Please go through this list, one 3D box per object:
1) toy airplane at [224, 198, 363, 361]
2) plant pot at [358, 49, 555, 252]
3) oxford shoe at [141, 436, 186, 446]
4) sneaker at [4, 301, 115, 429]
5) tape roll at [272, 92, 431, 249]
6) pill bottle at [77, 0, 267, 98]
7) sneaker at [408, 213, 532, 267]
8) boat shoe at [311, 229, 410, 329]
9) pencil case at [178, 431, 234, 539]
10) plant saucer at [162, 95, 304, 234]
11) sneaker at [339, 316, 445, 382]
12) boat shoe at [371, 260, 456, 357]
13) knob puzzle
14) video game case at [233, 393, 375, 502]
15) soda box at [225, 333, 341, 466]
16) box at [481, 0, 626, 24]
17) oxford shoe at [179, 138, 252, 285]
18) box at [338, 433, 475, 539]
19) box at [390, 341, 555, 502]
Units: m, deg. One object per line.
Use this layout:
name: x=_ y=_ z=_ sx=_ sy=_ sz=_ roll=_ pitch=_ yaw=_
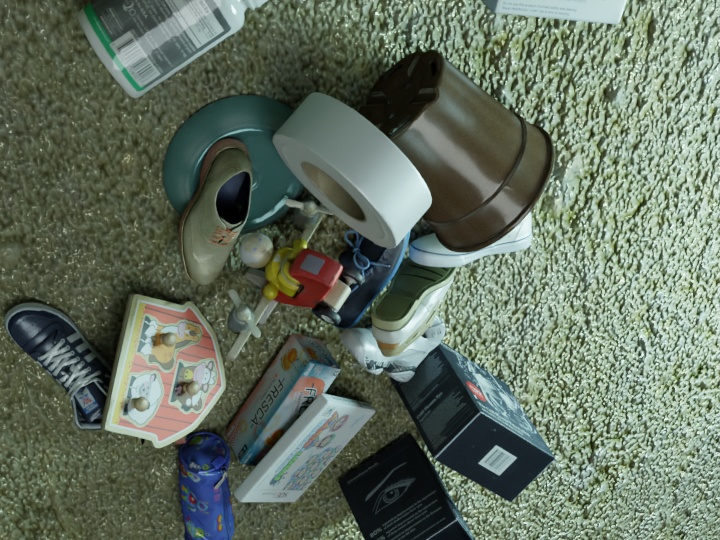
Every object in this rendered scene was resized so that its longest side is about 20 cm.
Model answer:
toy airplane: x=-0.104 y=0.001 z=1.448 sx=0.199 sy=0.201 sz=0.141 roll=-39 pitch=117 yaw=22
plant pot: x=0.110 y=-0.160 z=1.420 sx=0.200 sy=0.201 sz=0.198 roll=-45 pitch=122 yaw=11
oxford shoe: x=-0.298 y=0.176 z=1.547 sx=0.074 sy=0.071 sz=0.202 roll=-15 pitch=127 yaw=-5
sneaker: x=-0.377 y=0.129 z=1.450 sx=0.070 sy=0.109 sz=0.200 roll=-36 pitch=130 yaw=3
tape roll: x=-0.010 y=-0.118 z=1.349 sx=0.071 sy=0.202 sz=0.203 roll=-49 pitch=131 yaw=-11
pill bottle: x=-0.199 y=-0.289 z=1.231 sx=0.199 sy=0.113 sz=0.113 roll=-33 pitch=130 yaw=1
sneaker: x=0.156 y=-0.058 z=1.591 sx=0.198 sy=0.073 sz=0.072 roll=-14 pitch=119 yaw=-26
boat shoe: x=0.000 y=0.000 z=1.547 sx=0.068 sy=0.084 sz=0.201 roll=17 pitch=113 yaw=-29
pencil case: x=-0.229 y=0.337 z=1.681 sx=0.078 sy=0.086 sz=0.202 roll=-32 pitch=138 yaw=-38
plant saucer: x=-0.149 y=-0.123 z=1.422 sx=0.198 sy=0.036 sz=0.202 roll=-12 pitch=127 yaw=-17
sneaker: x=0.051 y=0.091 z=1.621 sx=0.115 sy=0.075 sz=0.200 roll=-49 pitch=150 yaw=8
boat shoe: x=0.073 y=0.046 z=1.571 sx=0.200 sy=0.074 sz=0.069 roll=-41 pitch=139 yaw=-46
knob puzzle: x=-0.245 y=0.139 z=1.499 sx=0.219 sy=0.030 sz=0.223 roll=-7 pitch=99 yaw=-52
video game case: x=-0.080 y=0.270 z=1.680 sx=0.200 sy=0.024 sz=0.182 roll=-49 pitch=155 yaw=7
soda box: x=-0.114 y=0.191 z=1.636 sx=0.063 sy=0.069 sz=0.201 roll=16 pitch=116 yaw=-41
box: x=0.242 y=-0.414 z=1.345 sx=0.182 sy=0.105 sz=0.202 roll=0 pitch=124 yaw=-23
oxford shoe: x=-0.178 y=-0.059 z=1.383 sx=0.070 sy=0.074 sz=0.202 roll=1 pitch=123 yaw=-24
box: x=0.075 y=0.386 z=1.776 sx=0.147 sy=0.201 sz=0.105 roll=-33 pitch=130 yaw=3
box: x=0.171 y=0.227 z=1.719 sx=0.104 sy=0.183 sz=0.199 roll=-47 pitch=129 yaw=12
